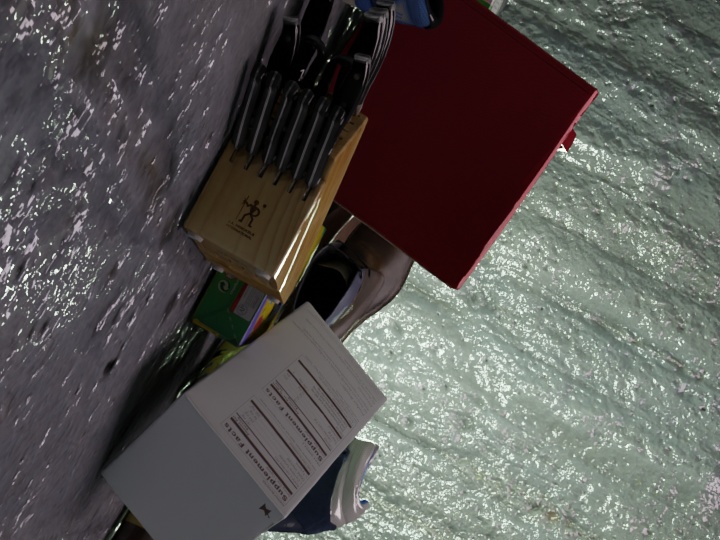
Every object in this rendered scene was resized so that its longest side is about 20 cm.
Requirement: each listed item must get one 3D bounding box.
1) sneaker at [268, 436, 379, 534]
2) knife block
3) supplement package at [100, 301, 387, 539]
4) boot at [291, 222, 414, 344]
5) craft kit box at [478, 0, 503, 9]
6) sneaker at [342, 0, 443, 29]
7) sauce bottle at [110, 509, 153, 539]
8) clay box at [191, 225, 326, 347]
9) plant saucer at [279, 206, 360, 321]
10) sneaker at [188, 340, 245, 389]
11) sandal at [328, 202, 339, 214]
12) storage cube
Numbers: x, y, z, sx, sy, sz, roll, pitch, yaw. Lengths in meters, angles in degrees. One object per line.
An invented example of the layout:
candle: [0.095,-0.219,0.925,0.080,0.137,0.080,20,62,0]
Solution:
sneaker: [-0.056,0.160,0.987,0.081,0.144,0.203,121,-37,-56]
knife block: [-0.038,-0.079,0.626,0.177,0.063,0.200,-61,177,-9]
supplement package: [-0.082,0.126,0.767,0.114,0.110,0.200,-42,178,27]
boot: [0.000,0.000,0.913,0.201,0.074,0.097,-53,172,-14]
craft kit box: [0.152,-0.337,1.049,0.200,0.048,0.200,-53,167,-75]
sneaker: [0.057,-0.236,0.603,0.079,0.088,0.201,-60,177,-44]
sauce bottle: [-0.191,0.241,0.916,0.201,0.064,0.065,-60,177,-27]
clay box: [-0.077,0.000,0.832,0.116,0.047,0.200,-61,177,1]
plant saucer: [-0.033,0.005,1.027,0.201,0.036,0.201,-51,161,-24]
sneaker: [-0.123,0.122,0.897,0.201,0.075,0.077,-62,178,-29]
sandal: [-0.070,-0.008,1.041,0.201,0.043,0.076,-57,167,-9]
storage cube: [0.058,-0.113,0.800,0.181,0.199,0.171,-55,179,6]
